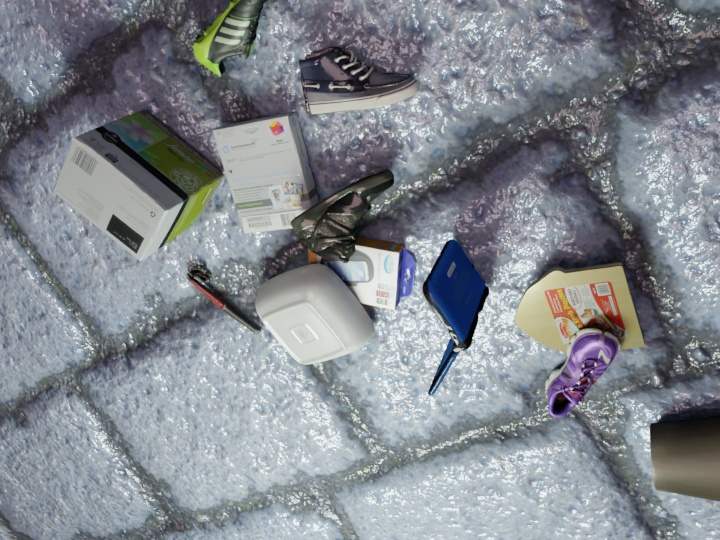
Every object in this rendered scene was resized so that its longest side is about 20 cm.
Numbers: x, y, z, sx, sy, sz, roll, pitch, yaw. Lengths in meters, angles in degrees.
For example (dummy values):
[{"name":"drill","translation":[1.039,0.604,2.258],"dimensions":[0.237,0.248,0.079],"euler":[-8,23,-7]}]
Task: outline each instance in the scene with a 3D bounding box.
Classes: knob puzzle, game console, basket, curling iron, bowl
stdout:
[{"name":"knob puzzle","translation":[0.359,0.068,1.128],"dimensions":[0.218,0.031,0.221],"euler":[12,132,13]},{"name":"game console","translation":[0.136,0.074,1.112],"dimensions":[0.118,0.200,0.171],"euler":[-29,102,29]},{"name":"basket","translation":[0.596,0.316,1.114],"dimensions":[0.199,0.136,0.181],"euler":[-6,109,27]},{"name":"curling iron","translation":[-0.281,0.063,1.372],"dimensions":[0.200,0.026,0.050],"euler":[46,124,-6]},{"name":"bowl","translation":[-0.095,0.096,1.263],"dimensions":[0.199,0.075,0.200],"euler":[-20,116,35]}]

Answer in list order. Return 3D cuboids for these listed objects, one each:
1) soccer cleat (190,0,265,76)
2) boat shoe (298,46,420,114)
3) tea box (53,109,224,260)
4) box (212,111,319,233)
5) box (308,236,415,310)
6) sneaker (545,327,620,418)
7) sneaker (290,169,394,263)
[{"name":"soccer cleat","translation":[-0.195,-0.403,1.097],"dimensions":[0.200,0.068,0.081],"euler":[-34,118,31]},{"name":"boat shoe","translation":[-0.009,-0.310,1.058],"dimensions":[0.199,0.075,0.093],"euler":[-3,121,22]},{"name":"tea box","translation":[-0.395,-0.159,1.205],"dimensions":[0.200,0.197,0.134],"euler":[38,122,-2]},{"name":"box","translation":[-0.166,-0.173,1.206],"dimensions":[0.155,0.041,0.201],"euler":[-6,114,22]},{"name":"box","translation":[0.000,0.000,1.230],"dimensions":[0.199,0.041,0.120],"euler":[11,118,17]},{"name":"sneaker","translation":[0.379,0.182,1.139],"dimensions":[0.080,0.084,0.201],"euler":[20,130,6]},{"name":"sneaker","translation":[-0.012,-0.089,1.152],"dimensions":[0.199,0.076,0.115],"euler":[-32,97,11]}]
